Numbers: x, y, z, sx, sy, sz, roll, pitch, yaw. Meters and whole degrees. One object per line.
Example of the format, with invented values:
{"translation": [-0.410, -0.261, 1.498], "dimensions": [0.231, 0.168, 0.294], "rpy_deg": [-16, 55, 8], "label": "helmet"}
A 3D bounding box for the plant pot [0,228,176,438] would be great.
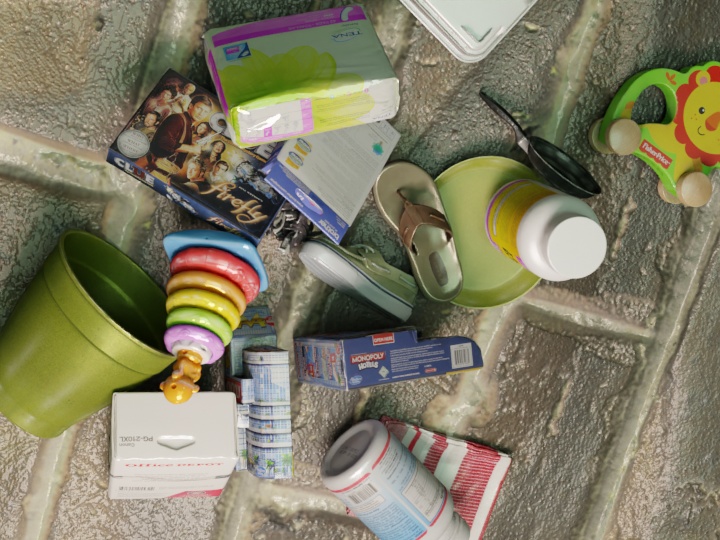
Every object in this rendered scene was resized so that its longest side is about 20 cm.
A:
{"translation": [-0.339, 0.090, 1.506], "dimensions": [0.193, 0.200, 0.200], "rpy_deg": [-43, 108, 12], "label": "plant pot"}

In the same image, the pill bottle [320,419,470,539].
{"translation": [0.049, 0.294, 1.644], "dimensions": [0.109, 0.109, 0.200], "rpy_deg": [-43, 109, 0], "label": "pill bottle"}

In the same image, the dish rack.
{"translation": [0.131, -0.373, 1.569], "dimensions": [0.200, 0.044, 0.172], "rpy_deg": [42, 90, -19], "label": "dish rack"}

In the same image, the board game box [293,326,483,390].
{"translation": [0.012, 0.104, 1.584], "dimensions": [0.199, 0.200, 0.062], "rpy_deg": [-6, 91, -33], "label": "board game box"}

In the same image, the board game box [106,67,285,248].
{"translation": [-0.173, -0.130, 1.480], "dimensions": [0.200, 0.035, 0.136], "rpy_deg": [31, 61, -2], "label": "board game box"}

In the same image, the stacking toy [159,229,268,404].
{"translation": [-0.182, 0.063, 1.439], "dimensions": [0.116, 0.110, 0.201], "rpy_deg": [5, 58, 12], "label": "stacking toy"}

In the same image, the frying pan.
{"translation": [0.224, -0.147, 1.608], "dimensions": [0.190, 0.115, 0.031], "rpy_deg": [30, 113, -16], "label": "frying pan"}

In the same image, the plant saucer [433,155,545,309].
{"translation": [0.159, -0.051, 1.654], "dimensions": [0.199, 0.031, 0.201], "rpy_deg": [-3, 103, -11], "label": "plant saucer"}

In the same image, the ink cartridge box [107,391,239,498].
{"translation": [-0.229, 0.212, 1.536], "dimensions": [0.144, 0.200, 0.085], "rpy_deg": [1, 68, -13], "label": "ink cartridge box"}

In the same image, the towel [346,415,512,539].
{"translation": [0.095, 0.288, 1.722], "dimensions": [0.199, 0.023, 0.144], "rpy_deg": [18, 99, -16], "label": "towel"}

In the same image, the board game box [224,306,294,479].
{"translation": [-0.130, 0.145, 1.572], "dimensions": [0.061, 0.200, 0.201], "rpy_deg": [-3, 89, -13], "label": "board game box"}

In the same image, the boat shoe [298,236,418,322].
{"translation": [0.000, 0.000, 1.596], "dimensions": [0.200, 0.072, 0.062], "rpy_deg": [35, 75, -44], "label": "boat shoe"}

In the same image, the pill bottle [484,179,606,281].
{"translation": [0.226, -0.047, 1.549], "dimensions": [0.104, 0.200, 0.105], "rpy_deg": [-2, 102, -11], "label": "pill bottle"}

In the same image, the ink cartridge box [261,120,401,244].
{"translation": [-0.037, -0.129, 1.487], "dimensions": [0.119, 0.042, 0.200], "rpy_deg": [42, 48, -18], "label": "ink cartridge box"}

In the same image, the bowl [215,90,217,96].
{"translation": [-0.079, -0.210, 1.561], "dimensions": [0.200, 0.039, 0.201], "rpy_deg": [-3, 103, -12], "label": "bowl"}

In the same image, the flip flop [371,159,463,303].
{"translation": [0.078, -0.047, 1.591], "dimensions": [0.081, 0.058, 0.201], "rpy_deg": [-24, 106, -6], "label": "flip flop"}

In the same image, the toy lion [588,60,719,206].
{"translation": [0.426, -0.196, 1.669], "dimensions": [0.200, 0.069, 0.192], "rpy_deg": [32, 87, -17], "label": "toy lion"}

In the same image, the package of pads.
{"translation": [-0.067, -0.224, 1.458], "dimensions": [0.199, 0.155, 0.068], "rpy_deg": [-13, 140, -9], "label": "package of pads"}

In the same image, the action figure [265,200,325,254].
{"translation": [-0.137, -0.063, 1.545], "dimensions": [0.200, 0.119, 0.102], "rpy_deg": [27, 66, -10], "label": "action figure"}
